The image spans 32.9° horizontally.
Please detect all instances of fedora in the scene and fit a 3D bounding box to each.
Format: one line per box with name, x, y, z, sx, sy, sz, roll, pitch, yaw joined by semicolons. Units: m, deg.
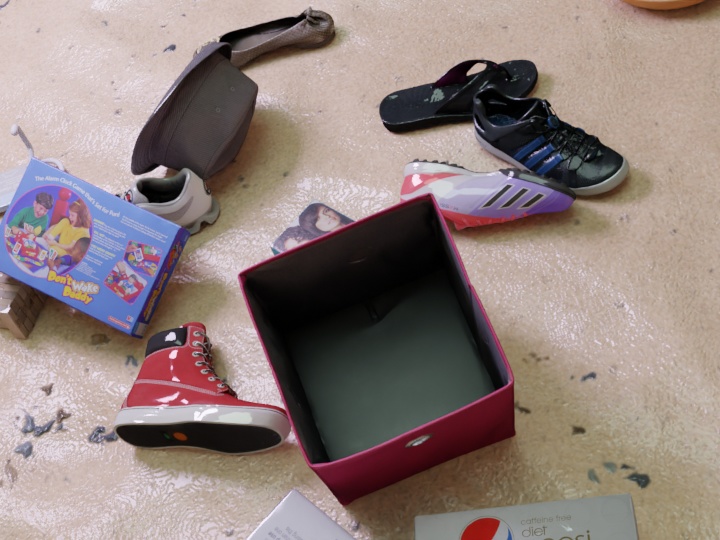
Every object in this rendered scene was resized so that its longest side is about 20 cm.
fedora;-0.188;-0.179;1.490;0.090;0.177;0.201;31;58;2

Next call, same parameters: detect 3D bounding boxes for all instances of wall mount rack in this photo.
wall mount rack;-0.479;-0.097;1.548;0.198;0.075;0.175;-20;47;4

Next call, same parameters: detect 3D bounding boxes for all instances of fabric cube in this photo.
fabric cube;0.022;0.082;1.143;0.194;0.200;0.202;-22;69;-1

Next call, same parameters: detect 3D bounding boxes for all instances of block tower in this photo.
block tower;-0.393;-0.018;1.477;0.057;0.054;0.202;5;55;22

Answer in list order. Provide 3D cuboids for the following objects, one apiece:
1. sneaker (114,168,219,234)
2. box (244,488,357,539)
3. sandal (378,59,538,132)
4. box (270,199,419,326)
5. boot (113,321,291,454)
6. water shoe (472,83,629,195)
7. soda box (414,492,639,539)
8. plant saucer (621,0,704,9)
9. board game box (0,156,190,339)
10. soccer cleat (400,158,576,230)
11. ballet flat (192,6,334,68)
sneaker;-0.275;-0.067;1.457;0.198;0.089;0.074;-26;52;-1
box;-0.051;0.334;1.066;0.183;0.105;0.200;33;68;34
sandal;0.117;-0.216;1.470;0.198;0.048;0.076;-15;50;7
box;0.000;0.000;1.341;0.199;0.049;0.082;29;66;33
boot;-0.153;0.116;1.291;0.198;0.073;0.145;1;52;22
water shoe;0.206;-0.147;1.369;0.199;0.079;0.072;24;64;31
soda box;0.149;0.253;1.092;0.197;0.064;0.069;-8;51;11
plant saucer;0.389;-0.394;1.529;0.198;0.038;0.202;-9;51;12
board game box;-0.312;-0.026;1.392;0.198;0.045;0.136;25;86;10
soccer cleat;0.139;-0.075;1.355;0.197;0.068;0.074;8;80;18
ballet flat;-0.132;-0.311;1.623;0.197;0.047;0.068;-10;51;10
